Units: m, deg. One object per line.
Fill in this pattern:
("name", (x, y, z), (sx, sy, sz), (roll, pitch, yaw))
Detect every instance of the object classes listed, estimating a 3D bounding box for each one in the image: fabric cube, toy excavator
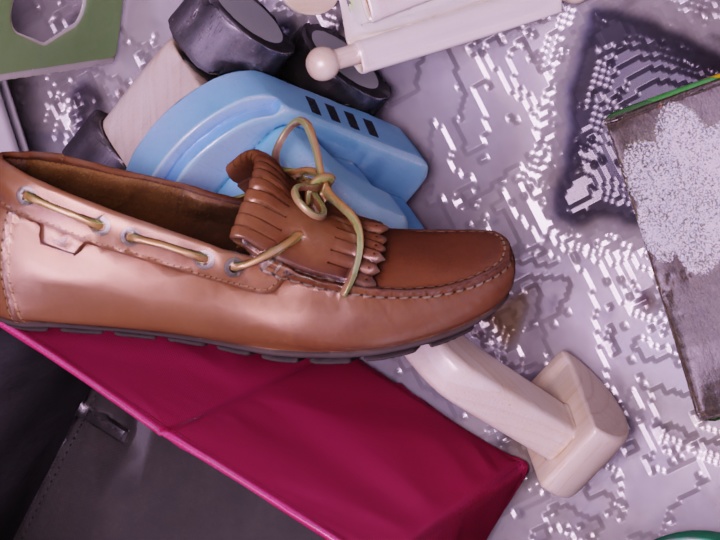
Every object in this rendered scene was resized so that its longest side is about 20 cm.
("fabric cube", (-0.080, 0.126, 1.165), (0.199, 0.199, 0.197), (32, 107, 13))
("toy excavator", (0.000, 0.000, 1.161), (0.100, 0.194, 0.200), (-47, 53, 20))

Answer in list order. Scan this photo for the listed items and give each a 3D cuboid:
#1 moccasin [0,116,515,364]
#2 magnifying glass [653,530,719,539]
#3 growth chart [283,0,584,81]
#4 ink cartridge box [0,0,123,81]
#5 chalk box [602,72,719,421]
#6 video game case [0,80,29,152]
("moccasin", (-0.040, -0.014, 1.072), (0.200, 0.074, 0.078), (7, 111, -3))
("magnifying glass", (0.096, 0.184, 1.203), (0.200, 0.022, 0.080), (-42, 83, 21))
("growth chart", (0.025, -0.181, 1.132), (0.144, 0.018, 0.201), (-9, 100, -19))
("ink cartridge box", (-0.134, -0.182, 1.167), (0.048, 0.145, 0.201), (15, 103, 19))
("chalk box", (0.214, -0.036, 1.048), (0.199, 0.124, 0.125), (-17, 91, 36))
("video game case", (-0.239, -0.037, 1.236), (0.199, 0.024, 0.183), (-10, 118, 10))
